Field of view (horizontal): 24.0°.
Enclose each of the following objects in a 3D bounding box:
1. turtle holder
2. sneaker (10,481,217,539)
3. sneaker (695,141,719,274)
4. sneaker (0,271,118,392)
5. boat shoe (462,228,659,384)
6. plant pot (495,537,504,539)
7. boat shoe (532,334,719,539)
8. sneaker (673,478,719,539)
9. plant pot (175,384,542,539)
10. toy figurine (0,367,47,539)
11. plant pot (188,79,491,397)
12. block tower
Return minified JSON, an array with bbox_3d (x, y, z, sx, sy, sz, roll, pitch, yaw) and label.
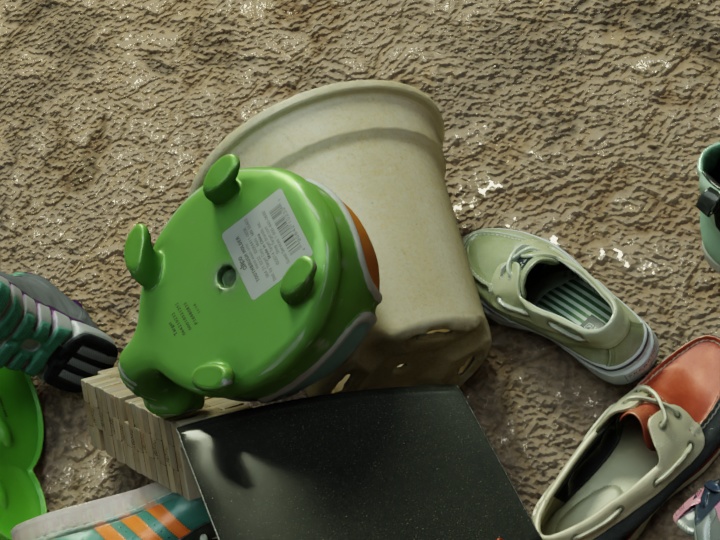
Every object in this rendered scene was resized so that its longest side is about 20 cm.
[{"bbox_3d":[-0.065,0.029,1.061,0.141,0.132,0.186,29,96,33],"label":"turtle holder"},{"bbox_3d":[-0.146,0.196,1.200,0.199,0.071,0.080,-17,72,5],"label":"sneaker"},{"bbox_3d":[0.295,-0.015,1.068,0.200,0.118,0.074,26,69,34],"label":"sneaker"},{"bbox_3d":[-0.278,0.028,1.290,0.074,0.200,0.088,-47,45,10],"label":"sneaker"},{"bbox_3d":[0.131,0.010,1.190,0.072,0.062,0.200,-46,42,-11],"label":"boat shoe"},{"bbox_3d":[0.094,0.305,0.942,0.176,0.200,0.200,-39,50,6],"label":"plant pot"},{"bbox_3d":[0.182,0.115,1.108,0.071,0.063,0.200,31,72,38],"label":"boat shoe"},{"bbox_3d":[0.233,0.136,1.024,0.082,0.070,0.201,15,89,25],"label":"sneaker"},{"bbox_3d":[0.017,0.188,1.057,0.177,0.200,0.200,-23,50,-5],"label":"plant pot"},{"bbox_3d":[-0.352,0.153,1.301,0.183,0.150,0.201,-28,74,21],"label":"toy figurine"},{"bbox_3d":[0.000,0.000,1.203,0.200,0.201,0.184,-26,63,5],"label":"plant pot"},{"bbox_3d":[-0.138,0.110,1.193,0.054,0.058,0.200,-14,11,-27],"label":"block tower"}]
